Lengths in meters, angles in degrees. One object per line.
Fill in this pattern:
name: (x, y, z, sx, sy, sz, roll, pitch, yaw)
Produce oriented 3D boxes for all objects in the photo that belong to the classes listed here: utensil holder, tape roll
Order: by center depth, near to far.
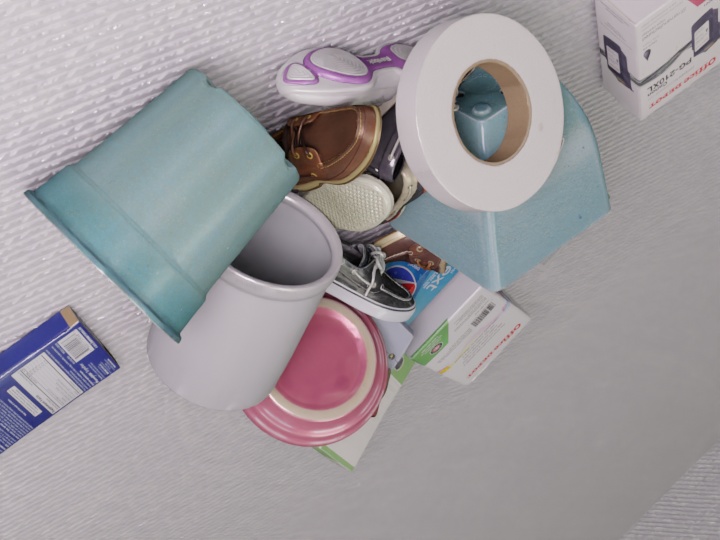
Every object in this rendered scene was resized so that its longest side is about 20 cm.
tape roll: (0.125, -0.160, 1.302, 0.202, 0.037, 0.204, -1, 93, -36)
utensil holder: (-0.133, 0.029, 1.391, 0.169, 0.170, 0.200, -11, 142, -40)

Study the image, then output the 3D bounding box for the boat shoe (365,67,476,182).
boat shoe: (0.076, -0.172, 1.334, 0.200, 0.063, 0.073, -46, 155, -7)

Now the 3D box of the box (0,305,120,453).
box: (-0.370, 0.131, 1.387, 0.200, 0.032, 0.121, -37, 150, -9)

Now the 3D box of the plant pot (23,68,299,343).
plant pot: (-0.174, -0.070, 1.200, 0.196, 0.200, 0.200, -45, 150, -6)

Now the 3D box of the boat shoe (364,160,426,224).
boat shoe: (0.025, -0.090, 1.443, 0.062, 0.071, 0.200, -33, -177, -31)

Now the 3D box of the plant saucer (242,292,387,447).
plant saucer: (-0.059, 0.110, 1.543, 0.200, 0.201, 0.051, -27, 174, -22)

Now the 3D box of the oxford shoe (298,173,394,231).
oxford shoe: (-0.019, -0.079, 1.402, 0.058, 0.075, 0.200, -42, -168, -26)

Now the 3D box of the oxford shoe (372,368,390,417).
oxford shoe: (-0.055, 0.110, 1.607, 0.075, 0.199, 0.070, -63, -170, -14)

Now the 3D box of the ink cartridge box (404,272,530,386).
ink cartridge box: (0.138, 0.071, 1.825, 0.145, 0.084, 0.200, -47, 149, 8)

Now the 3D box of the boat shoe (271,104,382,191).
boat shoe: (-0.047, -0.125, 1.299, 0.067, 0.072, 0.200, 10, 167, -29)

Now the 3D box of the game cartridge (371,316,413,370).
game cartridge: (-0.035, 0.113, 1.650, 0.200, 0.042, 0.133, -42, 111, 11)

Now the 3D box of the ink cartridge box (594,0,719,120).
ink cartridge box: (0.377, -0.305, 1.596, 0.145, 0.084, 0.200, -36, 150, -6)

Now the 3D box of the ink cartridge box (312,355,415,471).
ink cartridge box: (-0.001, 0.183, 1.860, 0.201, 0.048, 0.146, -61, 153, -11)

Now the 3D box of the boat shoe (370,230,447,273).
boat shoe: (0.088, -0.029, 1.594, 0.199, 0.072, 0.072, -22, 179, 9)

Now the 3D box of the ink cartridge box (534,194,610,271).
ink cartridge box: (0.227, -0.093, 1.709, 0.146, 0.084, 0.200, -48, 149, 13)

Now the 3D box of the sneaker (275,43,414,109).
sneaker: (-0.008, -0.182, 1.337, 0.199, 0.075, 0.100, -11, 138, -41)

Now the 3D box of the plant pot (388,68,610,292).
plant pot: (0.149, -0.138, 1.458, 0.196, 0.196, 0.201, -33, 135, -24)

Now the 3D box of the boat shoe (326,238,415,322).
boat shoe: (-0.001, -0.002, 1.548, 0.199, 0.074, 0.068, 28, 113, -27)

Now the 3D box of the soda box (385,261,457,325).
soda box: (0.053, 0.023, 1.688, 0.200, 0.064, 0.068, -49, 149, 13)
